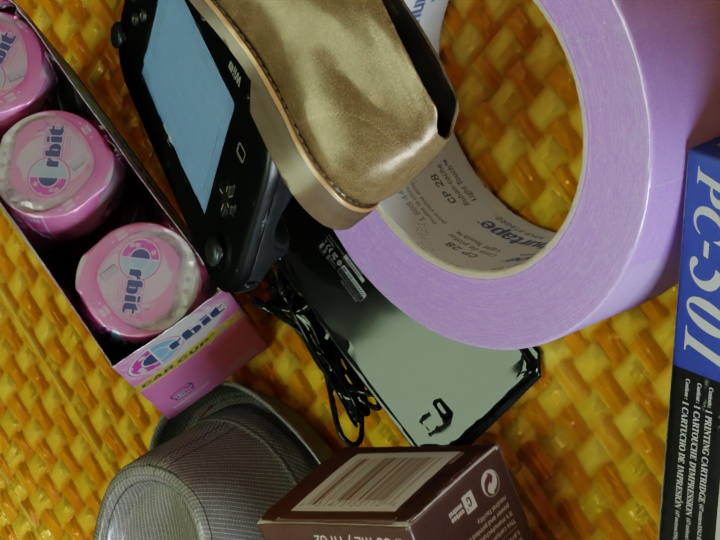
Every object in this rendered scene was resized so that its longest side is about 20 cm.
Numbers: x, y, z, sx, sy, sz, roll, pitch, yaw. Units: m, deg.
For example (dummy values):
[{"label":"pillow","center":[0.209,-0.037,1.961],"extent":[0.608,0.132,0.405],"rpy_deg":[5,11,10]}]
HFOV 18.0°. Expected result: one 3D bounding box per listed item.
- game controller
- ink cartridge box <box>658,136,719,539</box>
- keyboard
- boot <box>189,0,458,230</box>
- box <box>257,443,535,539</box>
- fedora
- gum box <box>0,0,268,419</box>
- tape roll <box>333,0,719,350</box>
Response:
[{"label":"game controller","center":[-0.073,-0.084,1.049],"extent":[0.200,0.042,0.105],"rpy_deg":[-118,27,-43]},{"label":"ink cartridge box","center":[0.170,0.053,0.892],"extent":[0.094,0.044,0.201],"rpy_deg":[19,118,39]},{"label":"keyboard","center":[0.000,0.000,1.070],"extent":[0.104,0.040,0.200],"rpy_deg":[-43,70,21]},{"label":"boot","center":[-0.028,-0.121,0.936],"extent":[0.075,0.074,0.200],"rpy_deg":[-35,82,29]},{"label":"box","center":[0.041,0.181,1.027],"extent":[0.100,0.075,0.201],"rpy_deg":[-6,113,45]},{"label":"fedora","center":[-0.074,0.160,1.153],"extent":[0.177,0.090,0.201],"rpy_deg":[23,120,40]},{"label":"gum box","center":[-0.135,-0.034,1.122],"extent":[0.200,0.066,0.114],"rpy_deg":[53,178,18]},{"label":"tape roll","center":[0.061,-0.072,0.946],"extent":[0.200,0.066,0.201],"rpy_deg":[18,116,41]}]
